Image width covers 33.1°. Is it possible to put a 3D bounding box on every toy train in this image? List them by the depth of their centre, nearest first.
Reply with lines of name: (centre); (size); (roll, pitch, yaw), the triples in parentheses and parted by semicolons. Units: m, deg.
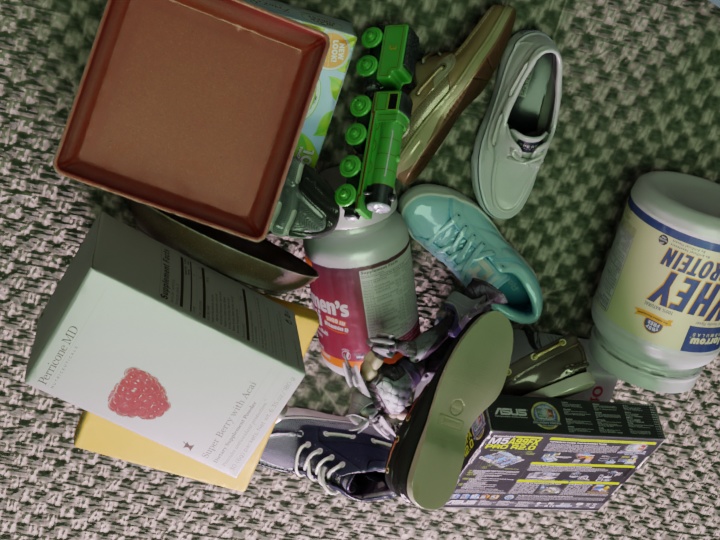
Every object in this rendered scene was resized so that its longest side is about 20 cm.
toy train: (0.019, -0.142, 1.149); (0.056, 0.202, 0.042); (2, 164, 25)

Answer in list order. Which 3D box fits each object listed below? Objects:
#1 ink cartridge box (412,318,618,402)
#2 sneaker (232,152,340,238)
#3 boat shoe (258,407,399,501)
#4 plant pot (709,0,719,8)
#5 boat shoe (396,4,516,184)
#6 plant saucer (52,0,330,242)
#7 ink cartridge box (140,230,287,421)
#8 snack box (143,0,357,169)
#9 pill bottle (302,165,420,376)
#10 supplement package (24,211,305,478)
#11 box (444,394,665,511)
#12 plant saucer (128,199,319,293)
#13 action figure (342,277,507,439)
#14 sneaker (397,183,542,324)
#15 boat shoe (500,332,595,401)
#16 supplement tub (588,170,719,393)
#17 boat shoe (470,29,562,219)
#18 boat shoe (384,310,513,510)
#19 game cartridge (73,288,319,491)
ink cartridge box: (0.168, 0.147, 1.357); (0.198, 0.084, 0.146); (8, 114, -12)
sneaker: (-0.115, -0.082, 1.183); (0.199, 0.116, 0.076); (22, 83, -2)
boat shoe: (-0.044, 0.208, 1.351); (0.198, 0.093, 0.075); (0, 117, -9)
plant pot: (0.340, -0.329, 1.092); (0.195, 0.201, 0.201); (24, 111, -11)
boat shoe: (0.078, -0.183, 1.182); (0.064, 0.071, 0.201); (36, 90, 12)
plant saucer: (-0.150, -0.150, 1.091); (0.198, 0.037, 0.201); (19, 89, -13)
ink cartridge box: (-0.172, 0.069, 1.223); (0.084, 0.145, 0.200); (-36, 116, 10)
snack box: (-0.119, -0.192, 1.159); (0.199, 0.053, 0.143); (14, 115, -14)
pill bottle: (0.000, 0.000, 1.243); (0.109, 0.110, 0.201); (-10, 118, -3)
supplement package: (-0.164, 0.064, 1.033); (0.199, 0.120, 0.122); (28, 108, -19)
box: (0.192, 0.194, 1.267); (0.198, 0.045, 0.161); (5, 140, -18)
plant saucer: (-0.135, -0.025, 1.158); (0.199, 0.200, 0.032); (23, 96, -18)
action figure: (0.060, 0.092, 1.212); (0.200, 0.069, 0.131); (-41, 137, -17)
sneaker: (0.124, -0.015, 1.270); (0.199, 0.082, 0.074); (35, 106, -22)
boat shoe: (0.141, 0.123, 1.261); (0.199, 0.072, 0.060); (-21, 76, 16)
supplement tub: (0.329, 0.012, 1.279); (0.144, 0.145, 0.201); (8, 115, -13)
boat shoe: (0.159, -0.138, 1.220); (0.073, 0.065, 0.201); (-2, 117, -13)
boat shoe: (0.083, 0.128, 1.168); (0.073, 0.063, 0.202); (30, 80, -30)
game cartridge: (-0.154, 0.101, 1.136); (0.175, 0.032, 0.201); (19, 110, -17)
